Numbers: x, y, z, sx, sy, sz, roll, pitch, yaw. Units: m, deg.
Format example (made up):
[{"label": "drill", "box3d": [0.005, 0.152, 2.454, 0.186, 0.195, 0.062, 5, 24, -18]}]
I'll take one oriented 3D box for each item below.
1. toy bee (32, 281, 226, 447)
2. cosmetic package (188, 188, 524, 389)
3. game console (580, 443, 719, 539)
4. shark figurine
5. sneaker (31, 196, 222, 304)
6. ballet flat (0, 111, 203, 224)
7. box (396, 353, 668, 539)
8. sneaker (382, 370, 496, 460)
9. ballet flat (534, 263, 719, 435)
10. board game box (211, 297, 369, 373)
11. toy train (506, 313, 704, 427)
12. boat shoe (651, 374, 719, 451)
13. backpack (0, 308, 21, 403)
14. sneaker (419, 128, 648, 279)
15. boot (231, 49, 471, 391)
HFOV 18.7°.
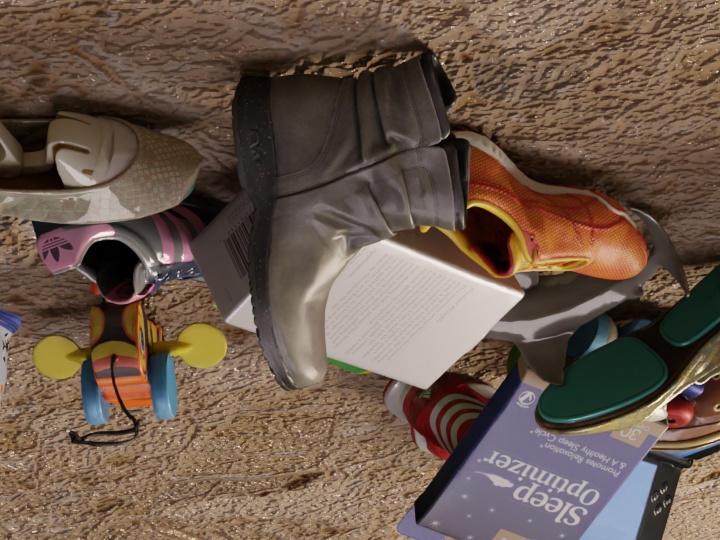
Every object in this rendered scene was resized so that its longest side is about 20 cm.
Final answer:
[{"label": "toy bee", "box3d": [-0.158, 0.055, 1.544, 0.131, 0.109, 0.200, -5, -176, -18]}, {"label": "cosmetic package", "box3d": [0.000, 0.000, 1.406, 0.101, 0.071, 0.200, -44, 140, 21]}, {"label": "game console", "box3d": [0.250, 0.177, 1.871, 0.118, 0.171, 0.200, 12, 174, 44]}, {"label": "shark figurine", "box3d": [0.147, 0.031, 1.531, 0.214, 0.090, 0.128, -14, 157, 28]}, {"label": "sneaker", "box3d": [-0.138, -0.009, 1.386, 0.070, 0.082, 0.200, -19, 153, 32]}, {"label": "ballet flat", "box3d": [-0.192, -0.063, 1.274, 0.200, 0.067, 0.062, -3, 148, -3]}, {"label": "box", "box3d": [0.124, 0.156, 1.632, 0.121, 0.032, 0.200, 22, 123, -18]}, {"label": "sneaker", "box3d": [0.097, 0.141, 1.722, 0.078, 0.116, 0.200, -49, 149, 7]}, {"label": "ballet flat", "box3d": [0.216, 0.067, 1.552, 0.200, 0.071, 0.071, -36, 157, -5]}, {"label": "board game box", "box3d": [-0.013, 0.032, 1.581, 0.096, 0.030, 0.200, -16, 153, 27]}, {"label": "toy train", "box3d": [0.157, 0.085, 1.679, 0.116, 0.085, 0.200, 24, 146, -31]}, {"label": "boat shoe", "box3d": [0.281, 0.097, 1.744, 0.200, 0.068, 0.072, -7, -157, -2]}, {"label": "backpack", "box3d": [-0.311, 0.037, 1.365, 0.200, 0.154, 0.190, 10, 165, 31]}, {"label": "sneaker", "box3d": [0.104, -0.022, 1.388, 0.200, 0.077, 0.073, 19, 150, -36]}, {"label": "boot", "box3d": [0.001, -0.024, 1.264, 0.131, 0.200, 0.068, -3, -160, 7]}]
